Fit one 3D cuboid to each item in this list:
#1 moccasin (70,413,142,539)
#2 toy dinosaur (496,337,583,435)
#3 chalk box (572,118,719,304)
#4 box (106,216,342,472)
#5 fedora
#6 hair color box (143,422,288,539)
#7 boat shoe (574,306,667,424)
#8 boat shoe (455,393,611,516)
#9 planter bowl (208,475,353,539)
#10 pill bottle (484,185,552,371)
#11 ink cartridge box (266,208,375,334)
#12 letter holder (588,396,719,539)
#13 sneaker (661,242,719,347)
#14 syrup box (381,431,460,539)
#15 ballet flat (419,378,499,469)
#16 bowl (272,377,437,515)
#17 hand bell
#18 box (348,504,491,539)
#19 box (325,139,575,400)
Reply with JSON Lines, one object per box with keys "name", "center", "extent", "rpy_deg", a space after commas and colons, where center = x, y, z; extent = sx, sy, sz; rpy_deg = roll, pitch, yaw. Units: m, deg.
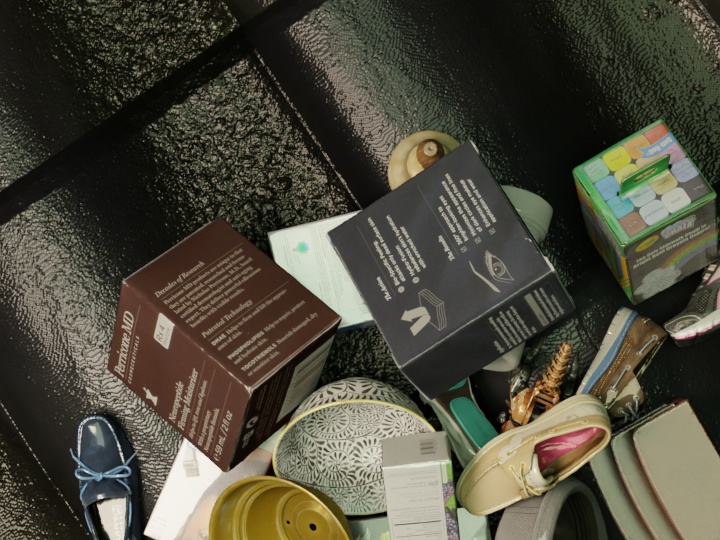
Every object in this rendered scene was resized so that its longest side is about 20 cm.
{"name": "moccasin", "center": [-0.299, 0.270, 1.742], "extent": [0.080, 0.068, 0.202], "rpy_deg": [-17, 85, 1]}
{"name": "toy dinosaur", "center": [0.214, 0.159, 1.692], "extent": [0.102, 0.136, 0.200], "rpy_deg": [39, 130, -10]}
{"name": "chalk box", "center": [0.329, -0.077, 1.661], "extent": [0.124, 0.200, 0.124], "rpy_deg": [-28, 58, -1]}
{"name": "box", "center": [-0.158, 0.085, 1.655], "extent": [0.200, 0.167, 0.164], "rpy_deg": [38, 49, 17]}
{"name": "fedora", "center": [0.216, 0.331, 1.685], "extent": [0.090, 0.200, 0.178], "rpy_deg": [2, 52, 32]}
{"name": "hair color box", "center": [-0.170, 0.245, 1.742], "extent": [0.110, 0.064, 0.201], "rpy_deg": [23, 88, 3]}
{"name": "boat shoe", "center": [0.298, 0.141, 1.687], "extent": [0.072, 0.072, 0.201], "rpy_deg": [21, 78, 21]}
{"name": "boat shoe", "center": [0.195, 0.215, 1.616], "extent": [0.200, 0.069, 0.074], "rpy_deg": [-38, 112, 8]}
{"name": "planter bowl", "center": [-0.072, 0.314, 1.673], "extent": [0.199, 0.083, 0.202], "rpy_deg": [10, 112, 25]}
{"name": "pill bottle", "center": [0.160, 0.008, 1.711], "extent": [0.113, 0.114, 0.201], "rpy_deg": [18, 74, 3]}
{"name": "ink cartridge box", "center": [0.000, 0.000, 1.745], "extent": [0.198, 0.076, 0.138], "rpy_deg": [-14, 85, 3]}
{"name": "letter holder", "center": [0.368, 0.271, 1.700], "extent": [0.141, 0.101, 0.201], "rpy_deg": [-29, 85, 2]}
{"name": "sneaker", "center": [0.440, 0.014, 1.737], "extent": [0.199, 0.080, 0.087], "rpy_deg": [-32, 73, -8]}
{"name": "syrup box", "center": [0.072, 0.294, 1.639], "extent": [0.081, 0.079, 0.202], "rpy_deg": [-7, 107, 3]}
{"name": "ballet flat", "center": [0.105, 0.160, 1.727], "extent": [0.069, 0.070, 0.201], "rpy_deg": [-28, 59, 0]}
{"name": "bowl", "center": [-0.005, 0.190, 1.707], "extent": [0.199, 0.202, 0.095], "rpy_deg": [-2, 41, -2]}
{"name": "hand bell", "center": [0.080, -0.130, 1.689], "extent": [0.103, 0.200, 0.105], "rpy_deg": [0, 86, 3]}
{"name": "box", "center": [0.064, 0.370, 1.730], "extent": [0.198, 0.048, 0.160], "rpy_deg": [-7, 86, 2]}
{"name": "box", "center": [0.100, 0.000, 1.604], "extent": [0.199, 0.117, 0.197], "rpy_deg": [-32, 59, 6]}
